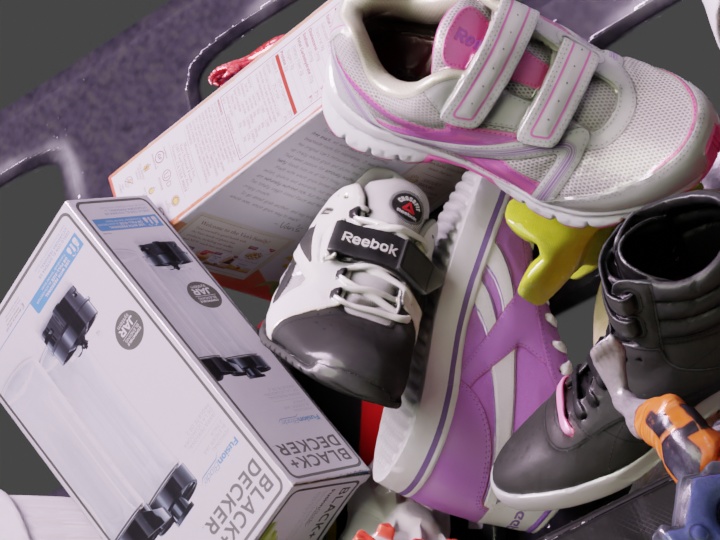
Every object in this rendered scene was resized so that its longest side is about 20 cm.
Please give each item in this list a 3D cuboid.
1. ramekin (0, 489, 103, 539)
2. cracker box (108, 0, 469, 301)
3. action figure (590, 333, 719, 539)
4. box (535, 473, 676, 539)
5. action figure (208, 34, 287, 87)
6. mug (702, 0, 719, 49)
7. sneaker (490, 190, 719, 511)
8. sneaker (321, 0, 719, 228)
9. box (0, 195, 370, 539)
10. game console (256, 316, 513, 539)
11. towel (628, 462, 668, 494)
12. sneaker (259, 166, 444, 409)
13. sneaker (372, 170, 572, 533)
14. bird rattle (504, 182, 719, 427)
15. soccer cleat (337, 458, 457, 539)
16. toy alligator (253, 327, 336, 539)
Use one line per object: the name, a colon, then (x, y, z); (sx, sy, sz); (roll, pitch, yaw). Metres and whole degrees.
ramekin: (-0.155, 0.211, 1.535); (0.200, 0.105, 0.201); (178, 90, -69)
cracker box: (-0.014, -0.065, 1.527); (0.200, 0.134, 0.058); (-35, 57, 29)
action figure: (0.199, 0.099, 1.208); (0.194, 0.199, 0.105); (-103, 17, -45)
box: (0.156, 0.167, 1.242); (0.159, 0.049, 0.200); (-28, 38, 5)
action figure: (-0.054, -0.088, 1.629); (0.200, 0.052, 0.066); (-40, 52, 24)
mug: (0.199, -0.204, 1.336); (0.147, 0.200, 0.176); (-28, 52, 21)
sneaker: (0.118, 0.031, 1.313); (0.200, 0.099, 0.071); (-33, 36, 24)
sneaker: (0.067, -0.081, 1.346); (0.199, 0.088, 0.082); (12, 68, 18)
box: (-0.098, 0.071, 1.463); (0.200, 0.060, 0.117); (51, 121, 24)
game console: (0.008, 0.112, 1.536); (0.176, 0.031, 0.201); (-5, 76, 34)
towel: (0.171, 0.169, 1.307); (0.200, 0.048, 0.171); (12, 55, 41)
sneaker: (0.000, 0.000, 1.426); (0.089, 0.074, 0.200); (-63, 12, 16)
sneaker: (0.078, 0.039, 1.461); (0.073, 0.114, 0.201); (131, 157, -58)
bird rattle: (0.176, 0.009, 1.393); (0.200, 0.113, 0.164); (1, 91, 28)
soccer cleat: (0.014, 0.152, 1.409); (0.200, 0.069, 0.078); (-82, 10, -74)
toy alligator: (-0.043, 0.117, 1.504); (0.054, 0.059, 0.201); (110, 155, -71)
